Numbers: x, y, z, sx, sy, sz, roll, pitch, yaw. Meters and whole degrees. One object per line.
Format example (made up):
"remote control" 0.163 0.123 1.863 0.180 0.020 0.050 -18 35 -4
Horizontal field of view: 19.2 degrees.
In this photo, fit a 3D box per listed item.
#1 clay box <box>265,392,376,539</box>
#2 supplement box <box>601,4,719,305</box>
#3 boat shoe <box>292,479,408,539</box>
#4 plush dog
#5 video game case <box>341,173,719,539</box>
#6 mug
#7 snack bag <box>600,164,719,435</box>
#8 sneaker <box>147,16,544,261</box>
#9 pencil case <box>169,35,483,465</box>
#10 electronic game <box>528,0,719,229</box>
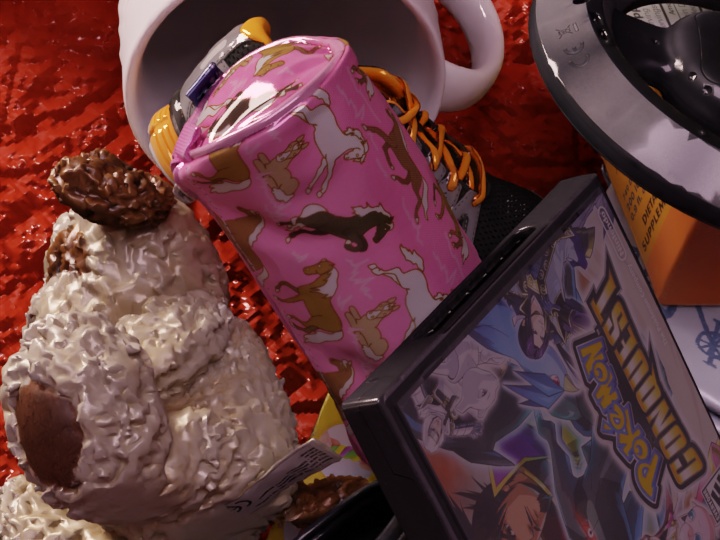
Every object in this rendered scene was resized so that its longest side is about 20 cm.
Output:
"clay box" 0.031 0.092 0.973 0.114 0.048 0.201 23 65 2
"supplement box" 0.150 -0.079 1.025 0.068 0.067 0.201 0 48 -17
"boat shoe" -0.045 0.145 0.843 0.199 0.075 0.063 -29 112 -16
"plush dog" -0.089 0.038 0.913 0.159 0.200 0.173 -8 62 -19
"video game case" 0.090 0.090 0.884 0.181 0.025 0.201 -43 113 -43
"mug" -0.020 -0.135 1.026 0.199 0.148 0.176 15 40 -22
"snack bag" 0.192 0.006 1.022 0.188 0.021 0.200 29 46 8
"sneaker" 0.009 -0.047 0.941 0.199 0.077 0.078 18 33 -24
"pencil case" 0.000 0.000 0.883 0.086 0.200 0.083 -9 36 36
"electronic game" 0.169 -0.083 0.959 0.199 0.042 0.201 14 42 -13
